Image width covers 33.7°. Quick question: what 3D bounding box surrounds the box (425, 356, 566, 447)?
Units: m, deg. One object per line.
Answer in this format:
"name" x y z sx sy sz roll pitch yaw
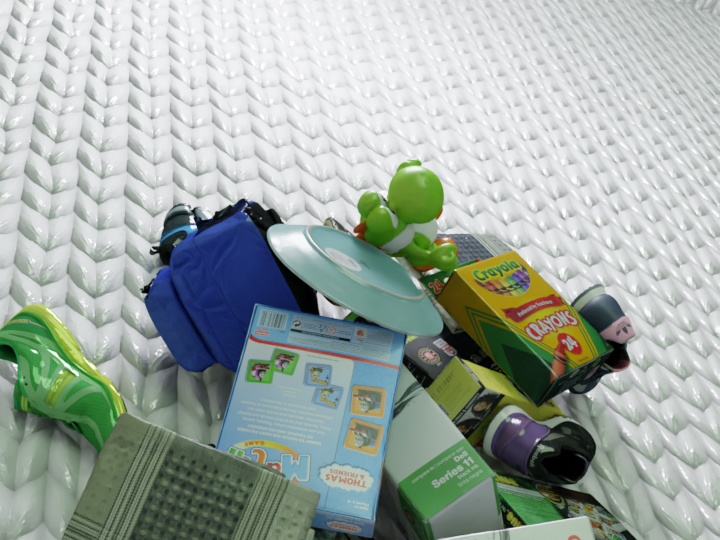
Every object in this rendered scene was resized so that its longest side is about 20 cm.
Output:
"box" 0.142 0.152 1.281 0.199 0.075 0.050 24 20 -52

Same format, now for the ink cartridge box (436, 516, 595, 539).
"ink cartridge box" 0.109 0.298 0.987 0.197 0.084 0.146 -7 62 -8

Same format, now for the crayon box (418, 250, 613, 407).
"crayon box" 0.173 0.050 1.335 0.126 0.051 0.200 -17 56 -48

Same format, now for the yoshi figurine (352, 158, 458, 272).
"yoshi figurine" 0.064 -0.060 1.291 0.111 0.113 0.200 21 0 20

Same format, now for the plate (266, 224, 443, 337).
"plate" 0.000 0.000 1.174 0.199 0.026 0.200 29 16 -9

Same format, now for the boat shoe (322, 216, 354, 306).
"boat shoe" -0.029 -0.008 1.368 0.075 0.074 0.200 40 5 -8

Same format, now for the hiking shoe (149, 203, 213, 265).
"hiking shoe" -0.148 -0.014 1.426 0.197 0.075 0.087 11 39 0

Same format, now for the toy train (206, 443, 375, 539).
"toy train" -0.065 0.224 1.099 0.199 0.086 0.114 37 24 21

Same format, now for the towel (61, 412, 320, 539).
"towel" -0.148 0.238 0.970 0.191 0.035 0.202 22 71 3

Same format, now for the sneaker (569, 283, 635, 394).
"sneaker" 0.282 0.105 1.417 0.070 0.201 0.082 -31 57 -14

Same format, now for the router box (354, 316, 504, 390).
"router box" 0.089 0.088 1.420 0.149 0.063 0.199 36 33 22

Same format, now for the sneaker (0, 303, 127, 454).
"sneaker" -0.284 0.121 1.135 0.083 0.074 0.200 -33 62 -26

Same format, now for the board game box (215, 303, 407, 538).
"board game box" -0.045 0.131 1.077 0.149 0.037 0.202 10 51 3

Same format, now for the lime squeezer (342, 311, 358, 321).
"lime squeezer" 0.004 0.022 1.388 0.070 0.038 0.200 -14 10 -1

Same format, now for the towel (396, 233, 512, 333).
"towel" 0.151 0.020 1.469 0.191 0.035 0.200 -1 36 -39

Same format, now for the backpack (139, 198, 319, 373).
"backpack" -0.137 0.012 1.270 0.166 0.164 0.200 -22 11 4

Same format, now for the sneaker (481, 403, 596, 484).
"sneaker" 0.212 0.204 1.270 0.087 0.076 0.199 31 9 39

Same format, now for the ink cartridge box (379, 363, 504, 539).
"ink cartridge box" 0.047 0.182 1.154 0.083 0.147 0.200 -31 53 -13

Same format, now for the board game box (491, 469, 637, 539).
"board game box" 0.204 0.253 1.215 0.199 0.024 0.105 20 19 -39
